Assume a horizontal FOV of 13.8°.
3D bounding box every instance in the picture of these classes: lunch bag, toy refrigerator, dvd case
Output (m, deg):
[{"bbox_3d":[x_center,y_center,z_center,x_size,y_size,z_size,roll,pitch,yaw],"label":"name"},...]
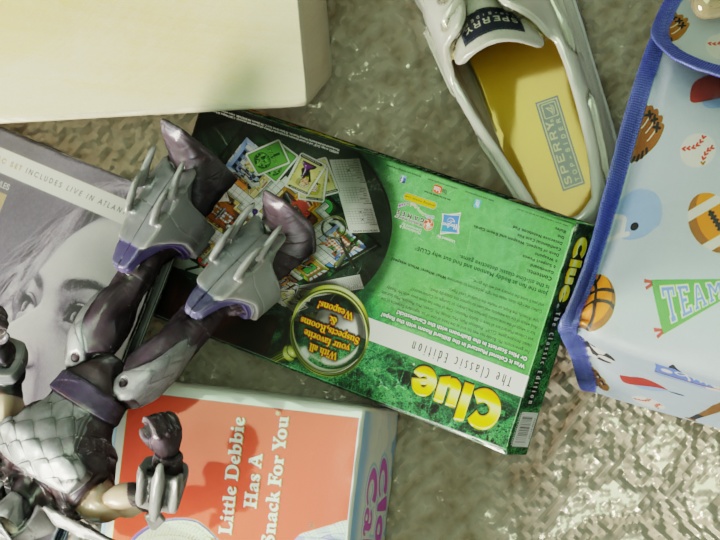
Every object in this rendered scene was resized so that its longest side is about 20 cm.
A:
[{"bbox_3d":[0.191,-0.034,1.247,0.170,0.124,0.200,17,75,13],"label":"lunch bag"},{"bbox_3d":[-0.118,-0.108,1.325,0.200,0.076,0.070,-2,104,10],"label":"toy refrigerator"},{"bbox_3d":[-0.171,0.039,1.351,0.149,0.016,0.200,23,91,29],"label":"dvd case"}]

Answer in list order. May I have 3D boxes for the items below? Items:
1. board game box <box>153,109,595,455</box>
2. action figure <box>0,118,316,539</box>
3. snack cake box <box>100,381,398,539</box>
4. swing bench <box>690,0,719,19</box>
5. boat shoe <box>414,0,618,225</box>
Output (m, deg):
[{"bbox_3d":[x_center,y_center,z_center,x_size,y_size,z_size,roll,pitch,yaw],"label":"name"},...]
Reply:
[{"bbox_3d":[0.000,0.000,1.300,0.200,0.023,0.105,21,94,30],"label":"board game box"},{"bbox_3d":[-0.108,0.041,1.267,0.130,0.069,0.200,32,82,16],"label":"action figure"},{"bbox_3d":[-0.056,0.152,1.314,0.115,0.067,0.200,6,88,15],"label":"snack cake box"},{"bbox_3d":[0.224,-0.222,1.219,0.200,0.130,0.199,-5,71,-21],"label":"swing bench"},{"bbox_3d":[0.061,-0.105,1.301,0.071,0.070,0.200,-21,83,10],"label":"boat shoe"}]
